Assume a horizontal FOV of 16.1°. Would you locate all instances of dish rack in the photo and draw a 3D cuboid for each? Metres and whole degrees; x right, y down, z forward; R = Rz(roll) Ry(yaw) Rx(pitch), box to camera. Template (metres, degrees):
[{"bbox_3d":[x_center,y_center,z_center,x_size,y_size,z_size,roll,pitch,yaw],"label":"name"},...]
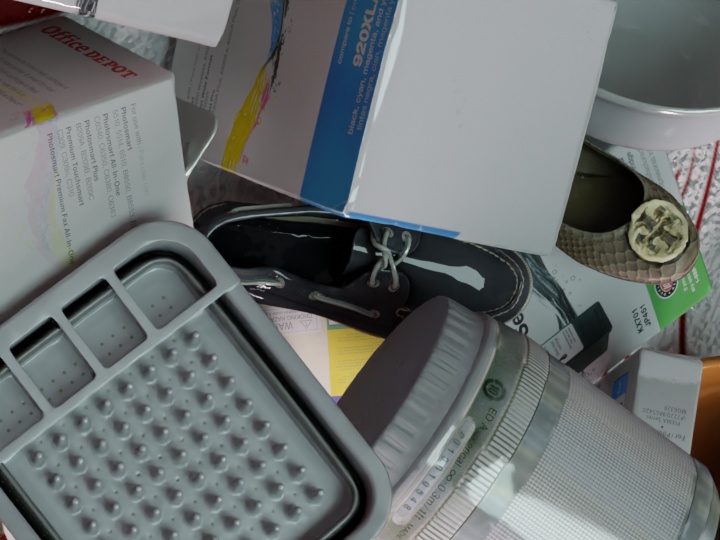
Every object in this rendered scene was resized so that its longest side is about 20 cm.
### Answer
[{"bbox_3d":[-0.101,0.095,1.282,0.172,0.044,0.200,-38,86,-18],"label":"dish rack"}]

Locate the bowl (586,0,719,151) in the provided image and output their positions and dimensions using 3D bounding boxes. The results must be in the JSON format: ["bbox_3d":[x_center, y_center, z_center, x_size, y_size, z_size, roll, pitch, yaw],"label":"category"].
[{"bbox_3d":[0.166,-0.138,1.522,0.201,0.201,0.090,-21,147,-28],"label":"bowl"}]

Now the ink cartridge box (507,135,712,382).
[{"bbox_3d":[0.105,0.002,1.583,0.200,0.083,0.147,-36,125,-17],"label":"ink cartridge box"}]

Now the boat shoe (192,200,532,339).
[{"bbox_3d":[0.000,0.000,1.423,0.200,0.063,0.073,9,89,-3],"label":"boat shoe"}]

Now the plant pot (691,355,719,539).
[{"bbox_3d":[0.263,0.171,1.714,0.200,0.200,0.140,-59,146,0],"label":"plant pot"}]

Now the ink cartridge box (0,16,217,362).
[{"bbox_3d":[-0.182,-0.041,1.329,0.200,0.128,0.125,-21,121,-27],"label":"ink cartridge box"}]

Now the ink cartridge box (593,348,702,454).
[{"bbox_3d":[0.160,0.154,1.587,0.045,0.200,0.177,10,76,-5],"label":"ink cartridge box"}]

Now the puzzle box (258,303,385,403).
[{"bbox_3d":[-0.036,0.070,1.491,0.199,0.025,0.133,-5,114,-4],"label":"puzzle box"}]

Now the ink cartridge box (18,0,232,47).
[{"bbox_3d":[-0.173,-0.184,1.264,0.200,0.145,0.085,10,103,-38],"label":"ink cartridge box"}]

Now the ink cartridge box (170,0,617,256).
[{"bbox_3d":[0.009,-0.107,1.388,0.147,0.200,0.145,9,98,-37],"label":"ink cartridge box"}]

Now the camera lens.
[{"bbox_3d":[0.083,0.129,1.391,0.200,0.160,0.160,36,86,-11],"label":"camera lens"}]

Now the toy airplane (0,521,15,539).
[{"bbox_3d":[-0.207,0.162,1.392,0.199,0.141,0.200,4,125,-4],"label":"toy airplane"}]

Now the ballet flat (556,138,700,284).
[{"bbox_3d":[0.114,-0.061,1.500,0.067,0.200,0.046,-48,166,-21],"label":"ballet flat"}]
